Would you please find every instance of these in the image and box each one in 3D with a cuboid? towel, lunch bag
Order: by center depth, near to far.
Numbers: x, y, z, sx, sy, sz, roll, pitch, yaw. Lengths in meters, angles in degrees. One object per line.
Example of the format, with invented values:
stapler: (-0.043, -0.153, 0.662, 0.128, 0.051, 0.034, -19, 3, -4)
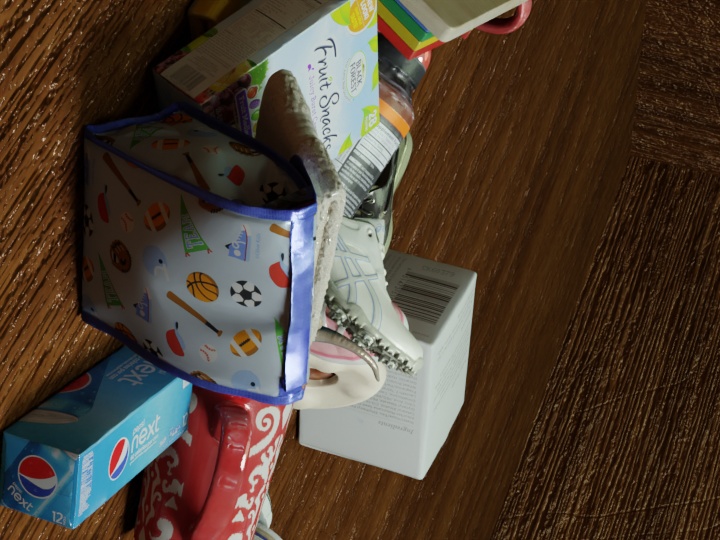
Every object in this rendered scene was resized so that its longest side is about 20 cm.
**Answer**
lunch bag: (-0.107, -0.011, 1.180, 0.123, 0.199, 0.172, -23, 129, -40)
towel: (-0.054, -0.043, 1.251, 0.201, 0.034, 0.133, 106, -33, -49)

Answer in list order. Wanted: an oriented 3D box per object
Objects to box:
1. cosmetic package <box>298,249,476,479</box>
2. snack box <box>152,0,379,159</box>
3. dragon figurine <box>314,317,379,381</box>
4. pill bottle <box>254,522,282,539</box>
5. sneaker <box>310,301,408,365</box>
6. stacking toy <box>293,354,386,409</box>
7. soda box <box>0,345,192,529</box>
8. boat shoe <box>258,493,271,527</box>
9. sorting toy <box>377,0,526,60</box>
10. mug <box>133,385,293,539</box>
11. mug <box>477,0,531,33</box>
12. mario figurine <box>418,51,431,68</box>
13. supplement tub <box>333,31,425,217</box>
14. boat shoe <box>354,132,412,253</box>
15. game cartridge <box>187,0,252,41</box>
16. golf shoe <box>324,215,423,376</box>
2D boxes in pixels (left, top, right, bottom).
cosmetic package: (0.031, 0.104, 1.867, 0.165, 0.163, 0.202, -53, 153, -52)
snack box: (-0.073, -0.146, 1.333, 0.200, 0.067, 0.169, -41, 150, -26)
dragon figurine: (-0.078, 0.045, 1.379, 0.099, 0.198, 0.059, -145, -113, -70)
pill bottle: (-0.148, 0.336, 1.537, 0.200, 0.119, 0.121, -41, 142, -64)
sneaker: (-0.056, 0.021, 1.443, 0.076, 0.199, 0.105, -62, 155, -17)
stacking toy: (-0.045, 0.029, 1.615, 0.146, 0.144, 0.202, 74, 15, -61)
soda box: (-0.204, 0.126, 1.247, 0.200, 0.067, 0.065, -40, 141, -64)
boat shoe: (-0.119, 0.199, 1.604, 0.201, 0.070, 0.064, 83, 27, -48)
sorting toy: (0.051, -0.300, 1.518, 0.198, 0.200, 0.070, -33, 166, -50)
mug: (-0.141, 0.165, 1.407, 0.177, 0.132, 0.202, -32, 139, -68)
mug: (0.113, -0.354, 1.650, 0.133, 0.198, 0.179, 12, 94, -75)
mario figurine: (-0.010, -0.217, 1.651, 0.123, 0.106, 0.200, -42, 174, 36)
supplement tub: (-0.020, -0.128, 1.507, 0.201, 0.106, 0.107, -57, 162, -5)
boat shoe: (0.005, -0.085, 1.796, 0.066, 0.071, 0.203, 44, 60, -61)
game cartridge: (-0.088, -0.224, 1.404, 0.177, 0.032, 0.201, 85, 27, -50)
golf shoe: (0.000, 0.000, 1.387, 0.097, 0.200, 0.078, -43, -178, -12)
